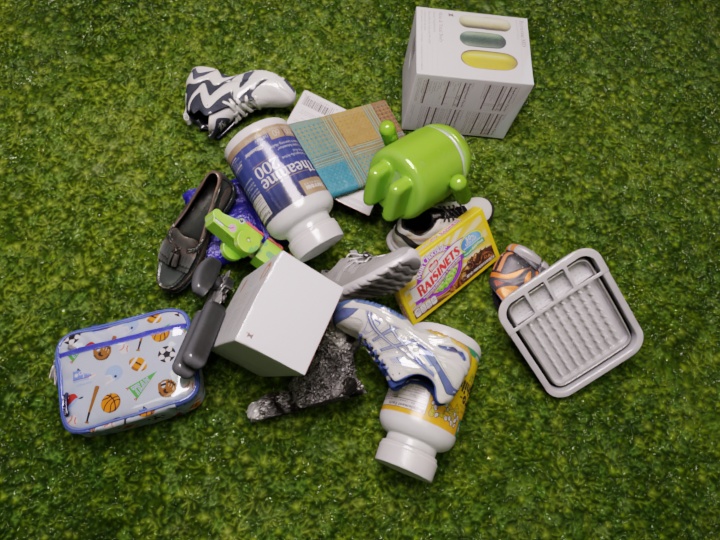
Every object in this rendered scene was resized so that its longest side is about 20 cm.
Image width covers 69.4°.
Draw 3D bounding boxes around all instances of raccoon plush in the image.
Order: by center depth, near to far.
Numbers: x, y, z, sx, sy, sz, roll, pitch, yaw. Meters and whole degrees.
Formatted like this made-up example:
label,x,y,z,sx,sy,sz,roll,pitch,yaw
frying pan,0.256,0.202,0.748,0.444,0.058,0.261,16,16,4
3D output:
label,x,y,z,sx,sy,sz,roll,pitch,yaw
raccoon plush,-0.079,0.129,0.755,0.199,0.097,0.135,-11,73,-10

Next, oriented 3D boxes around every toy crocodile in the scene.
label,x,y,z,sx,sy,sz,roll,pitch,yaw
toy crocodile,-0.148,-0.026,0.793,0.200,0.067,0.062,39,59,-18

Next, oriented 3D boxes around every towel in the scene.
label,x,y,z,sx,sy,sz,roll,pitch,yaw
towel,-0.182,-0.099,0.862,0.199,0.050,0.148,-20,71,-13
towel,-0.012,-0.207,0.882,0.199,0.022,0.147,-22,77,-22

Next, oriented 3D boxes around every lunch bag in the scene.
label,x,y,z,sx,sy,sz,roll,pitch,yaw
lunch bag,-0.330,0.141,0.743,0.199,0.076,0.161,-12,68,-11

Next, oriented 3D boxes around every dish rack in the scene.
label,x,y,z,sx,sy,sz,roll,pitch,yaw
dish rack,0.314,0.078,0.790,0.171,0.044,0.200,-35,105,5

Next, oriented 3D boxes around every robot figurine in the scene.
label,x,y,z,sx,sy,sz,roll,pitch,yaw
robot figurine,0.094,-0.157,0.818,0.200,0.116,0.175,-34,63,-32

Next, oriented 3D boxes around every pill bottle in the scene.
label,x,y,z,sx,sy,sz,roll,pitch,yaw
pill bottle,0.093,0.187,0.744,0.112,0.113,0.201,22,68,3
pill bottle,-0.110,-0.118,0.787,0.111,0.111,0.201,-30,85,-16

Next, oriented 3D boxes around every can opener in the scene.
label,x,y,z,sx,sy,sz,roll,pitch,yaw
can opener,-0.229,0.064,0.745,0.066,0.053,0.201,35,31,-26

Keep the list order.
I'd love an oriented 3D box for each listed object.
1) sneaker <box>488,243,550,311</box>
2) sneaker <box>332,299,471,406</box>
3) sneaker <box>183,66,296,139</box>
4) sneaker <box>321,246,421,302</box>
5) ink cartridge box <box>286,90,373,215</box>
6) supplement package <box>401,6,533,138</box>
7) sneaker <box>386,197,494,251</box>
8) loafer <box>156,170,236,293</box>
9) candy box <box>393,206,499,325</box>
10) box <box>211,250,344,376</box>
label,x,y,z,sx,sy,sz,roll,pitch,yaw
sneaker,0.293,0.056,0.843,0.199,0.078,0.112,34,83,4
sneaker,0.042,0.107,0.684,0.199,0.075,0.088,21,69,17
sneaker,-0.219,-0.282,0.915,0.198,0.080,0.130,10,69,-1
sneaker,0.000,0.000,0.774,0.075,0.199,0.083,16,58,-47
ink cartridge box,-0.045,-0.198,0.905,0.199,0.045,0.177,25,67,-2
supplement package,0.184,-0.353,0.942,0.198,0.151,0.153,4,68,-4
sneaker,0.143,-0.080,0.872,0.199,0.080,0.074,-21,70,-15
loafer,-0.260,-0.063,0.791,0.071,0.063,0.201,24,81,5
candy box,0.136,-0.009,0.841,0.200,0.026,0.103,-36,114,-17
box,-0.123,0.068,0.712,0.097,0.200,0.125,31,68,-17
